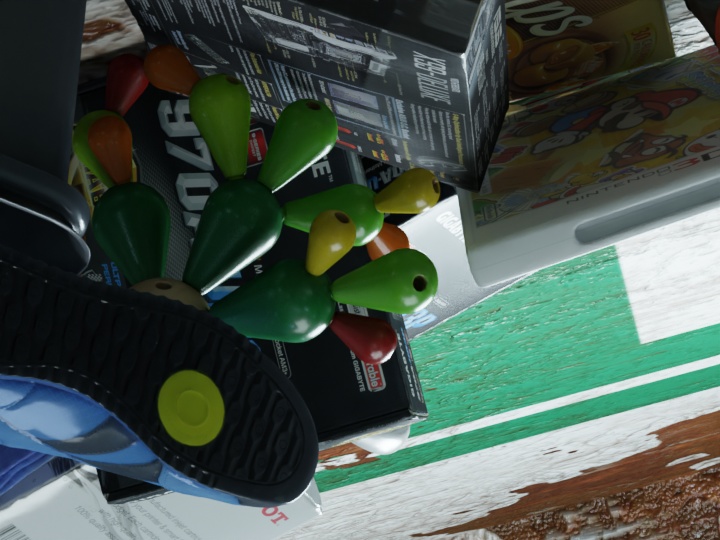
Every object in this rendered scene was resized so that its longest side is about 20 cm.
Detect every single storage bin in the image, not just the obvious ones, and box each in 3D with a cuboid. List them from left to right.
[{"bbox_3d":[-0.179,-0.053,0.947,0.145,0.135,0.200,22,151,-25],"label":"storage bin"}]

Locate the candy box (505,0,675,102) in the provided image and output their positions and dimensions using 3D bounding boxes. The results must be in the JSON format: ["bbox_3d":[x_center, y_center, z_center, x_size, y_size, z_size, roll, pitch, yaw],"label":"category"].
[{"bbox_3d":[0.077,-0.137,1.072,0.115,0.056,0.200,-15,164,10],"label":"candy box"}]

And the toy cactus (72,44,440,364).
[{"bbox_3d":[-0.063,-0.002,0.975,0.166,0.199,0.102,-55,158,-13],"label":"toy cactus"}]

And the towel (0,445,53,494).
[{"bbox_3d":[-0.216,0.016,1.117,0.024,0.201,0.145,-38,-177,-39],"label":"towel"}]

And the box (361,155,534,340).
[{"bbox_3d":[0.000,0.000,1.243,0.158,0.046,0.200,-29,163,9],"label":"box"}]

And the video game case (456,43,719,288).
[{"bbox_3d":[0.132,-0.059,1.070,0.181,0.023,0.200,-19,-164,6],"label":"video game case"}]

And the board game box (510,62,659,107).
[{"bbox_3d":[0.087,-0.086,1.329,0.199,0.029,0.134,-18,164,16],"label":"board game box"}]

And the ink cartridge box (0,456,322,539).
[{"bbox_3d":[-0.142,0.116,1.244,0.199,0.084,0.145,-29,141,10],"label":"ink cartridge box"}]

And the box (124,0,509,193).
[{"bbox_3d":[-0.018,-0.103,0.971,0.157,0.050,0.200,18,169,9],"label":"box"}]

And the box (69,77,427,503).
[{"bbox_3d":[-0.069,-0.003,1.120,0.158,0.202,0.046,-15,172,9],"label":"box"}]

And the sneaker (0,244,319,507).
[{"bbox_3d":[-0.112,0.043,0.901,0.199,0.066,0.078,23,153,-23],"label":"sneaker"}]

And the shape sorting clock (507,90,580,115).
[{"bbox_3d":[0.123,-0.072,1.277,0.198,0.040,0.200,-4,167,-1],"label":"shape sorting clock"}]

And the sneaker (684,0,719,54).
[{"bbox_3d":[0.160,-0.168,0.999,0.077,0.082,0.201,-32,147,-20],"label":"sneaker"}]

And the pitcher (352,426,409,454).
[{"bbox_3d":[-0.063,0.050,1.432,0.122,0.171,0.200,-55,153,14],"label":"pitcher"}]
